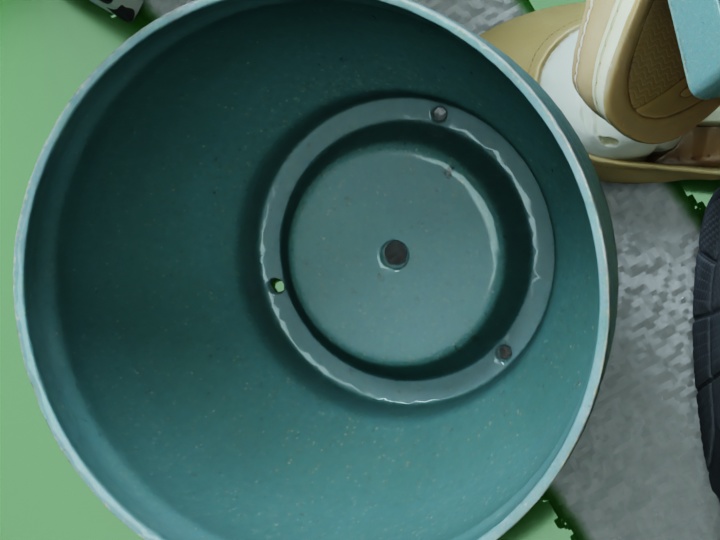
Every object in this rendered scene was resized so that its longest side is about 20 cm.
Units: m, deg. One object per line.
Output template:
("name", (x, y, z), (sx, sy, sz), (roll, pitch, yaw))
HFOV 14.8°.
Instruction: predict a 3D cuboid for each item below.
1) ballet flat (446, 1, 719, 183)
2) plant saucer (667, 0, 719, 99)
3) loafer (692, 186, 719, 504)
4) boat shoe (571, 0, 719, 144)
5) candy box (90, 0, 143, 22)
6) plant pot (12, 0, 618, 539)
("ballet flat", (0.127, -0.064, 0.984), (0.200, 0.063, 0.069), (4, 86, 8))
("plant saucer", (0.179, -0.101, 0.937), (0.200, 0.019, 0.070), (-9, 83, -39))
("loafer", (0.158, 0.068, 0.973), (0.063, 0.072, 0.200), (-2, 81, -13))
("boat shoe", (0.119, -0.140, 0.951), (0.069, 0.074, 0.200), (21, 85, 48))
("candy box", (-0.086, -0.188, 0.950), (0.072, 0.200, 0.168), (29, 89, 9))
("plant pot", (0.000, 0.000, 0.950), (0.200, 0.134, 0.201), (2, 97, 16))
